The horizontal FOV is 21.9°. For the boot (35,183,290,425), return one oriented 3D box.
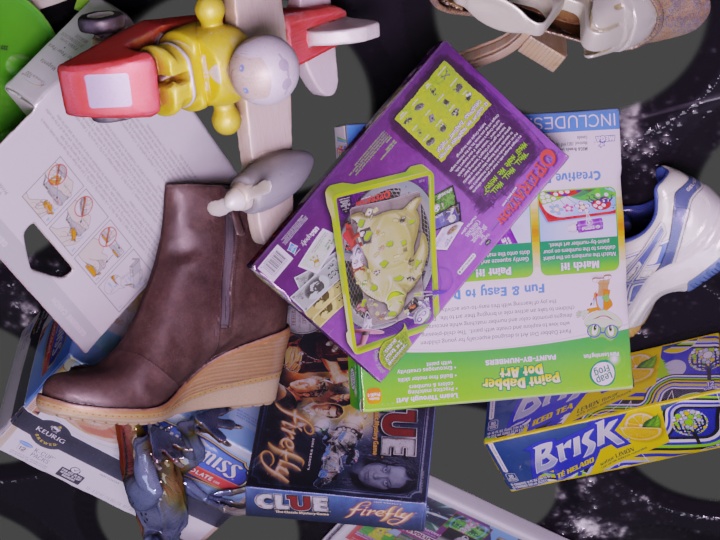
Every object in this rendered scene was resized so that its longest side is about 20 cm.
[{"bbox_3d":[-0.141,0.021,1.335,0.200,0.072,0.167,-5,98,-33],"label":"boot"}]

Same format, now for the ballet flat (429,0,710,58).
[{"bbox_3d":[0.135,-0.175,1.236,0.199,0.067,0.068,10,135,-2],"label":"ballet flat"}]

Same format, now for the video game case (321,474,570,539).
[{"bbox_3d":[0.072,0.265,1.698,0.200,0.023,0.182,27,131,-16],"label":"video game case"}]

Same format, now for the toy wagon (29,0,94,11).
[{"bbox_3d":[-0.231,-0.256,1.230,0.155,0.040,0.200,20,132,-11],"label":"toy wagon"}]

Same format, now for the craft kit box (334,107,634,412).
[{"bbox_3d":[0.087,-0.008,1.292,0.199,0.049,0.198,-4,91,-12],"label":"craft kit box"}]

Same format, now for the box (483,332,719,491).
[{"bbox_3d":[0.203,0.115,1.502,0.199,0.070,0.064,-15,127,21],"label":"box"}]

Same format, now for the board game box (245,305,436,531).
[{"bbox_3d":[-0.009,0.108,1.434,0.135,0.200,0.035,5,133,3],"label":"board game box"}]

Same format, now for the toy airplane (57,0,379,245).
[{"bbox_3d":[-0.071,-0.138,1.209,0.200,0.141,0.199,37,86,-32],"label":"toy airplane"}]

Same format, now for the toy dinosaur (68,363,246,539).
[{"bbox_3d":[-0.147,0.171,1.441,0.200,0.105,0.182,43,138,12],"label":"toy dinosaur"}]

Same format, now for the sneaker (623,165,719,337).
[{"bbox_3d":[0.192,-0.004,1.400,0.088,0.075,0.200,39,120,-13],"label":"sneaker"}]

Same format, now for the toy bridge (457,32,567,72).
[{"bbox_3d":[0.063,-0.111,1.335,0.067,0.027,0.200,28,131,-18],"label":"toy bridge"}]

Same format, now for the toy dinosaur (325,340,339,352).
[{"bbox_3d":[0.000,0.000,1.418,0.199,0.077,0.102,-5,140,17],"label":"toy dinosaur"}]

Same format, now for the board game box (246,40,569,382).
[{"bbox_3d":[0.032,-0.040,1.244,0.120,0.032,0.200,42,84,-9],"label":"board game box"}]

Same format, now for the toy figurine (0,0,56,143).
[{"bbox_3d":[-0.306,-0.125,1.318,0.184,0.200,0.151,8,95,34],"label":"toy figurine"}]

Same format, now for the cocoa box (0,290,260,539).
[{"bbox_3d":[-0.169,0.102,1.497,0.200,0.134,0.131,30,128,-20],"label":"cocoa box"}]

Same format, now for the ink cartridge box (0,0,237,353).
[{"bbox_3d":[-0.188,-0.063,1.306,0.044,0.174,0.200,34,165,39],"label":"ink cartridge box"}]
